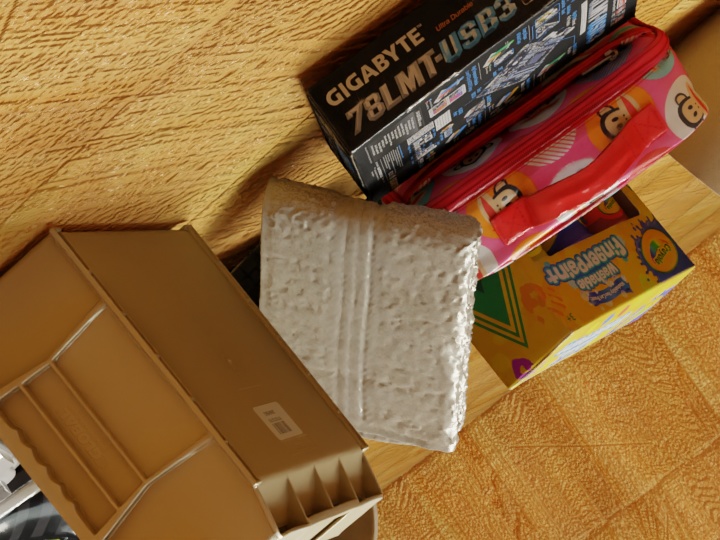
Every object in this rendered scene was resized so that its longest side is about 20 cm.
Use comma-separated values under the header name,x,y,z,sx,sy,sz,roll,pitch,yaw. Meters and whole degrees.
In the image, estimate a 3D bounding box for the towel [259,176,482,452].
name,x,y,z,sx,sy,sz,roll,pitch,yaw
towel,0.004,0.029,1.452,0.201,0.132,0.035,94,9,-46

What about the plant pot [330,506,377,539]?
name,x,y,z,sx,sy,sz,roll,pitch,yaw
plant pot,-0.120,0.222,2.065,0.200,0.188,0.187,-24,-178,44

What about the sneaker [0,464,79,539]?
name,x,y,z,sx,sy,sz,roll,pitch,yaw
sneaker,-0.212,0.162,1.607,0.200,0.083,0.072,-35,-162,-10

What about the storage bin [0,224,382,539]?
name,x,y,z,sx,sy,sz,roll,pitch,yaw
storage bin,-0.100,0.076,1.288,0.094,0.199,0.200,-41,170,13

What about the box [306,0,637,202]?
name,x,y,z,sx,sy,sz,roll,pitch,yaw
box,0.067,-0.124,1.351,0.198,0.050,0.200,-38,173,0

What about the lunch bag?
name,x,y,z,sx,sy,sz,roll,pitch,yaw
lunch bag,0.111,-0.073,1.475,0.200,0.082,0.176,-35,-161,-1

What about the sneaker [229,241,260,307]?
name,x,y,z,sx,sy,sz,roll,pitch,yaw
sneaker,-0.101,0.047,1.544,0.200,0.076,0.088,-29,175,-37

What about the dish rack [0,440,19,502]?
name,x,y,z,sx,sy,sz,roll,pitch,yaw
dish rack,-0.294,0.159,1.485,0.200,0.044,0.172,-36,171,-5

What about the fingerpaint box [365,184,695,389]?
name,x,y,z,sx,sy,sz,roll,pitch,yaw
fingerpaint box,0.122,-0.025,1.684,0.073,0.167,0.200,-45,167,33

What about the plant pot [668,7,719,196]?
name,x,y,z,sx,sy,sz,roll,pitch,yaw
plant pot,0.338,-0.155,1.877,0.200,0.187,0.187,-53,167,15
